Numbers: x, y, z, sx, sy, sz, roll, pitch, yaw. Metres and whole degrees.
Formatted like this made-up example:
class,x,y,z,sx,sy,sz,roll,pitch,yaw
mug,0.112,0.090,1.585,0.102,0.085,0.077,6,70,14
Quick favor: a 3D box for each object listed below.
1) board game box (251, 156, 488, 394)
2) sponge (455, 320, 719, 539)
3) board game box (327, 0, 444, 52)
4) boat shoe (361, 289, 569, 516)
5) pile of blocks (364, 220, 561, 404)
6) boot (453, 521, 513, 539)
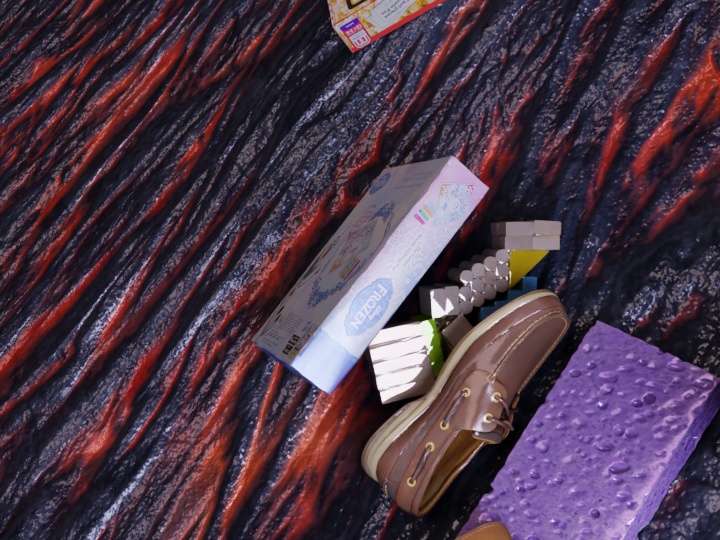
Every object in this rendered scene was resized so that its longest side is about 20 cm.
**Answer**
class,x,y,z,sx,sy,sz,roll,pitch,yaw
board game box,0.000,0.000,0.957,0.199,0.043,0.200,-53,12,-6
sponge,0.162,0.141,0.829,0.111,0.030,0.200,26,77,43
board game box,0.053,-0.336,1.215,0.199,0.046,0.152,-26,49,17
boat shoe,0.090,0.103,0.881,0.200,0.072,0.068,-47,51,6
pile of blocks,0.084,0.032,0.946,0.200,0.082,0.062,-38,7,-5
boot,0.049,0.272,0.769,0.200,0.077,0.156,-38,52,14
